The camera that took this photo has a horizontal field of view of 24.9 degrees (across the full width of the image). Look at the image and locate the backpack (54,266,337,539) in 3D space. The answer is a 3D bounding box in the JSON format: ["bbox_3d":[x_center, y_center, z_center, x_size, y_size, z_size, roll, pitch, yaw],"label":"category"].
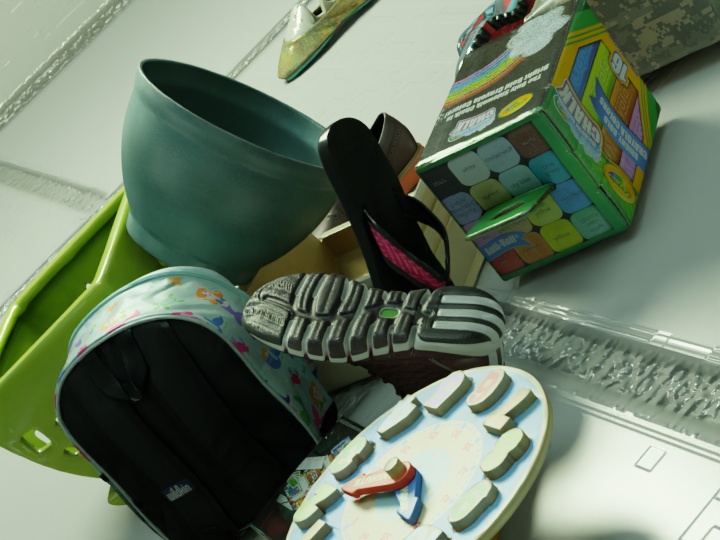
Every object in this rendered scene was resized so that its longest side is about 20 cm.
[{"bbox_3d":[-0.130,0.096,1.257,0.177,0.200,0.151,-33,28,21],"label":"backpack"}]

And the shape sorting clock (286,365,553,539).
[{"bbox_3d":[0.031,0.130,0.994,0.199,0.039,0.201,-35,24,18],"label":"shape sorting clock"}]

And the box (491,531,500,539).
[{"bbox_3d":[0.040,0.166,1.076,0.118,0.042,0.201,-25,30,36],"label":"box"}]

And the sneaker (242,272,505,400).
[{"bbox_3d":[0.014,0.069,1.174,0.198,0.116,0.076,6,45,25],"label":"sneaker"}]

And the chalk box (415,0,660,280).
[{"bbox_3d":[0.135,-0.087,1.250,0.124,0.124,0.201,-22,30,37],"label":"chalk box"}]

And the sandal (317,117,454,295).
[{"bbox_3d":[0.033,-0.024,1.219,0.045,0.201,0.075,-19,13,41],"label":"sandal"}]

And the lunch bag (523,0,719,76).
[{"bbox_3d":[0.254,-0.260,1.401,0.163,0.118,0.200,-24,22,38],"label":"lunch bag"}]

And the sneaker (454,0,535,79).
[{"bbox_3d":[0.134,-0.209,1.580,0.095,0.079,0.200,-34,13,42],"label":"sneaker"}]

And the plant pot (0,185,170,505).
[{"bbox_3d":[-0.205,0.074,1.440,0.199,0.181,0.201,-43,21,23],"label":"plant pot"}]

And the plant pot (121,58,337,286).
[{"bbox_3d":[-0.118,-0.072,1.362,0.135,0.199,0.201,-63,17,15],"label":"plant pot"}]

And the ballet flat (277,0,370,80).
[{"bbox_3d":[-0.049,-0.333,2.102,0.200,0.071,0.071,-44,22,-5],"label":"ballet flat"}]

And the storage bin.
[{"bbox_3d":[0.000,0.000,1.372,0.199,0.094,0.199,-24,28,38],"label":"storage bin"}]

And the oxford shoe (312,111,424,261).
[{"bbox_3d":[-0.020,-0.064,1.548,0.200,0.073,0.071,-50,24,-19],"label":"oxford shoe"}]

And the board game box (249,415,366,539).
[{"bbox_3d":[0.001,0.160,1.071,0.105,0.023,0.200,-46,22,-11],"label":"board game box"}]
